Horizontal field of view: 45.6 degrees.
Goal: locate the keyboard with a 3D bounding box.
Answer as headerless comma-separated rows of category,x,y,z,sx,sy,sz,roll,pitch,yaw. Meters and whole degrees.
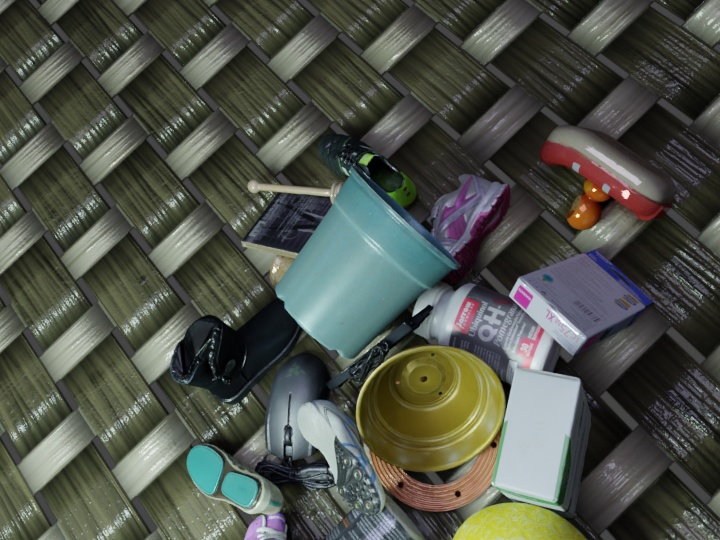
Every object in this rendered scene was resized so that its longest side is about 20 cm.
keyboard,0.025,0.123,1.185,0.040,0.104,0.200,52,131,6

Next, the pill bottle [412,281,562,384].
pill bottle,0.175,0.084,1.189,0.198,0.111,0.112,21,77,22

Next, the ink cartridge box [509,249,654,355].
ink cartridge box,0.303,0.038,1.158,0.119,0.199,0.042,45,131,26

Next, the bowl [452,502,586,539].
bowl,0.188,0.395,1.025,0.197,0.108,0.203,4,103,19

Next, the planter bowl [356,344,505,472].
planter bowl,0.090,0.167,1.156,0.198,0.202,0.084,-23,26,7

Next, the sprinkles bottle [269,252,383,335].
sprinkles bottle,-0.042,0.029,1.299,0.198,0.068,0.069,25,78,24

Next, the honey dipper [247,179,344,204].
honey dipper,-0.091,-0.129,1.367,0.197,0.038,0.039,8,73,19

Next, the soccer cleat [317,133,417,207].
soccer cleat,0.007,-0.169,1.351,0.199,0.081,0.068,35,83,25

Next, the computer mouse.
computer mouse,-0.092,0.215,1.253,0.136,0.053,0.203,-3,69,16

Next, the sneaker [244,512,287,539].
sneaker,-0.121,0.372,1.140,0.072,0.200,0.116,28,58,-18

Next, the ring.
ring,0.107,0.235,1.205,0.197,0.019,0.203,-5,69,14

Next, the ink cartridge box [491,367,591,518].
ink cartridge box,0.233,0.221,1.074,0.082,0.200,0.149,8,72,22

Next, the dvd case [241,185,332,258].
dvd case,-0.065,-0.068,1.335,0.197,0.016,0.149,12,46,21

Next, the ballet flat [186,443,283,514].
ballet flat,-0.182,0.308,1.236,0.199,0.062,0.068,17,79,50

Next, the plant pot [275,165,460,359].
plant pot,0.000,0.000,1.161,0.197,0.200,0.200,-49,64,7

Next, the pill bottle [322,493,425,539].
pill bottle,-0.014,0.396,1.134,0.200,0.106,0.106,-45,65,-3

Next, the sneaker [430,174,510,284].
sneaker,0.139,-0.060,1.277,0.088,0.082,0.201,30,73,25

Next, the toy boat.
toy boat,0.339,-0.119,1.226,0.200,0.130,0.132,41,114,25

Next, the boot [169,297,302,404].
boot,-0.177,0.100,1.258,0.076,0.168,0.201,37,83,25

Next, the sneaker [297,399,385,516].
sneaker,-0.015,0.244,1.149,0.200,0.072,0.073,49,130,44
